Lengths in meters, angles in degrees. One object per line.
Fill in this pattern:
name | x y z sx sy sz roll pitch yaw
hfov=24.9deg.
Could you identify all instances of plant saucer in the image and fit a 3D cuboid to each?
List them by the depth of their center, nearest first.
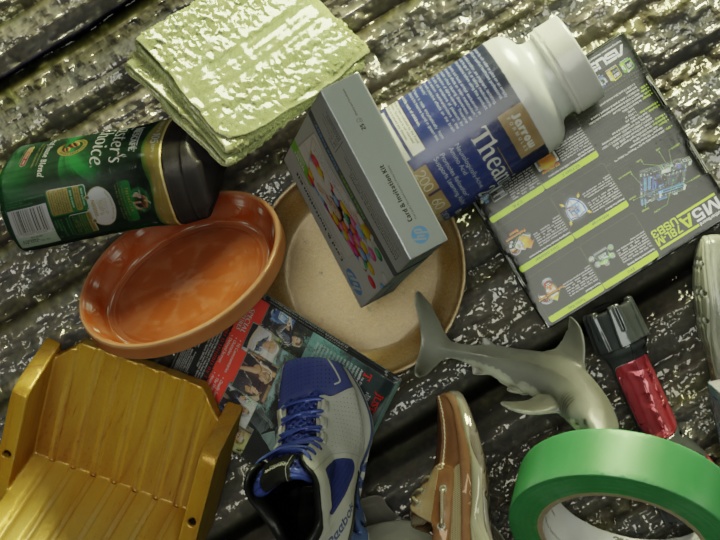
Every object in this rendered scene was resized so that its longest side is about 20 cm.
plant saucer | -0.158 0.006 1.465 0.198 0.201 0.033 -23 126 6
plant saucer | 0.000 0.000 1.504 0.197 0.035 0.203 0 88 7

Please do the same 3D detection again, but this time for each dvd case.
dvd case | -0.077 0.109 1.491 0.199 0.022 0.147 31 108 14

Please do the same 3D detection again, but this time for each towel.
towel | -0.101 -0.193 1.482 0.200 0.037 0.149 -39 82 -27

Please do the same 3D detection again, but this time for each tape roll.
tape roll | 0.227 0.212 1.394 0.198 0.201 0.049 15 54 7

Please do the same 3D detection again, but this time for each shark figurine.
shark figurine | 0.153 0.077 1.450 0.213 0.128 0.091 25 105 25

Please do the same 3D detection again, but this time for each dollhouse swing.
dollhouse swing | -0.238 0.190 1.447 0.198 0.176 0.184 19 111 8

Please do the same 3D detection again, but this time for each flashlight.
flashlight | 0.260 0.123 1.449 0.067 0.068 0.202 -23 90 39

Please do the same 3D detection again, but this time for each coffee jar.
coffee jar | -0.223 -0.081 1.491 0.197 0.105 0.086 -9 117 10

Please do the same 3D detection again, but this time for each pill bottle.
pill bottle | 0.107 -0.130 1.414 0.199 0.111 0.112 -33 85 5

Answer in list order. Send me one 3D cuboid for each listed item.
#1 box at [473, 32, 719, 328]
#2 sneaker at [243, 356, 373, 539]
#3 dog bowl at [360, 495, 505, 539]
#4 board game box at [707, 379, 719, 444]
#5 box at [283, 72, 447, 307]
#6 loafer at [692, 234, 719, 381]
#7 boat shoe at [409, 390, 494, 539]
box | 0.204 -0.080 1.477 0.199 0.048 0.194 -32 86 5
sneaker | -0.044 0.159 1.379 0.080 0.115 0.202 -14 62 19
dog bowl | 0.037 0.282 1.422 0.197 0.201 0.059 4 124 7
board game box | 0.417 0.171 1.411 0.197 0.041 0.202 -13 99 -2
box | -0.001 -0.063 1.388 0.041 0.200 0.157 -26 85 -14
loafer | 0.339 0.065 1.448 0.069 0.070 0.203 -11 94 1
boat shoe | 0.075 0.198 1.375 0.071 0.076 0.202 -8 63 5
